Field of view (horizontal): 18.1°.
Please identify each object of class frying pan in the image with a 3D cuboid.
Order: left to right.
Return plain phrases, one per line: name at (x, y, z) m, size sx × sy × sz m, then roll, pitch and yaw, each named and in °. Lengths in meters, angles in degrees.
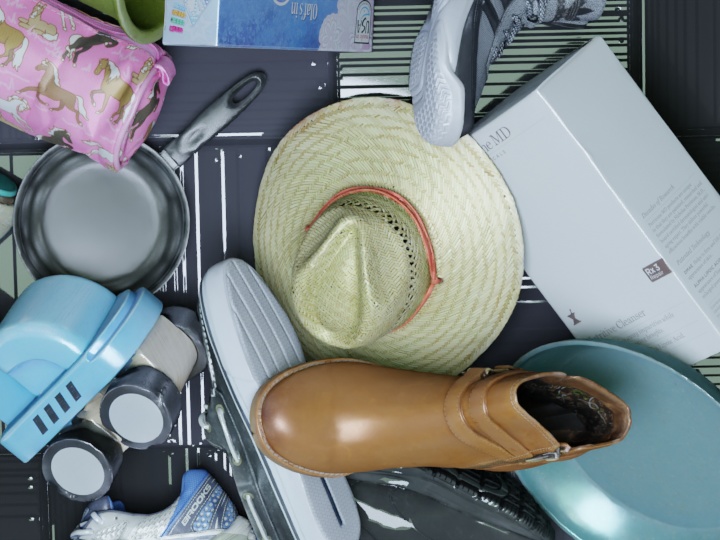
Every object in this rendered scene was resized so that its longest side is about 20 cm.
frying pan at (-0.152, -0.066, 1.474) m, size 0.114 × 0.031 × 0.191 m, roll 26°, pitch 85°, yaw -7°

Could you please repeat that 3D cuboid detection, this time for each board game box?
board game box at (-0.049, -0.234, 1.375) m, size 0.043 × 0.200 × 0.201 m, roll 6°, pitch 97°, yaw 26°

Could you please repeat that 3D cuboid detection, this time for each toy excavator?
toy excavator at (-0.222, 0.053, 1.442) m, size 0.200 × 0.100 × 0.194 m, roll 43°, pitch 122°, yaw -10°

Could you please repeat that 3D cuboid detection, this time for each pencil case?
pencil case at (-0.215, -0.139, 1.434) m, size 0.199 × 0.087 × 0.083 m, roll 27°, pitch 62°, yaw 5°

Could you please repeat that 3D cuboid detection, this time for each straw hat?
straw hat at (0.000, 0.000, 1.414) m, size 0.200 × 0.085 × 0.203 m, roll 8°, pitch 111°, yaw 22°

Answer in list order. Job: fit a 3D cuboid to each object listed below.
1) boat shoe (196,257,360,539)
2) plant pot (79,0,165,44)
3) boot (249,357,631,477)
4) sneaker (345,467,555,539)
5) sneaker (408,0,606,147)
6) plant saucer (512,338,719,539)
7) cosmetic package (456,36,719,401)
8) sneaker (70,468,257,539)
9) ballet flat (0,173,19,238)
boat shoe at (-0.068, 0.095, 1.420) m, size 0.071 × 0.072 × 0.201 m, roll -19°, pitch 91°, yaw 29°
plant pot at (-0.193, -0.262, 1.393) m, size 0.189 × 0.200 × 0.201 m, roll 18°, pitch 96°, yaw 11°
boot at (0.049, 0.090, 1.357) m, size 0.199 × 0.155 × 0.077 m, roll 12°, pitch 78°, yaw -28°
sneaker at (0.029, 0.158, 1.480) m, size 0.199 × 0.076 × 0.091 m, roll 19°, pitch 102°, yaw 8°
sneaker at (0.097, -0.160, 1.410) m, size 0.113 × 0.076 × 0.201 m, roll 12°, pitch 61°, yaw -8°
plant saucer at (0.181, 0.114, 1.435) m, size 0.200 × 0.200 × 0.036 m, roll 45°, pitch 53°, yaw -3°
cosmetic package at (0.157, -0.032, 1.424) m, size 0.200 × 0.113 × 0.081 m, roll 50°, pitch 50°, yaw -4°
sneaker at (-0.167, 0.195, 1.488) m, size 0.199 × 0.077 × 0.086 m, roll -27°, pitch 85°, yaw -4°
ballet flat at (-0.314, -0.077, 1.462) m, size 0.199 × 0.067 × 0.063 m, roll 35°, pitch 105°, yaw -2°
